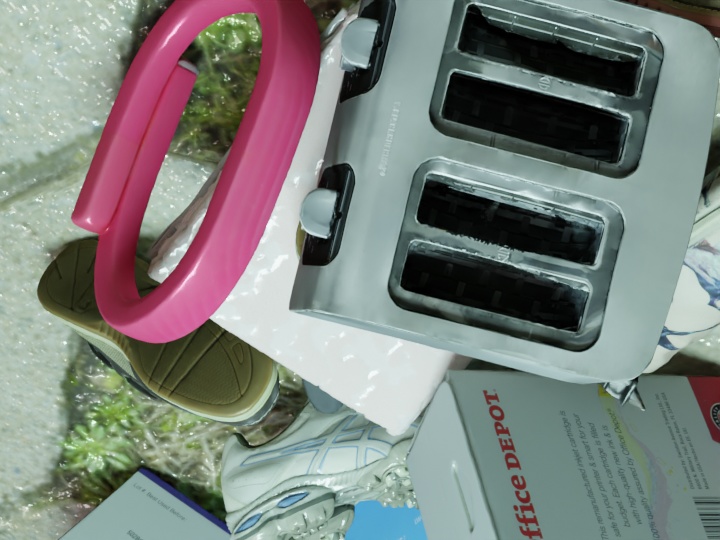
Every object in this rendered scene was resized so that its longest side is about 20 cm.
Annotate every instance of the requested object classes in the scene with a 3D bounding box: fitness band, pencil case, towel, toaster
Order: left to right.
[{"bbox_3d":[-0.087,-0.060,1.131,0.037,0.202,0.143,24,173,-37],"label":"fitness band"},{"bbox_3d":[0.012,-0.025,1.173,0.190,0.032,0.200,33,112,-23],"label":"towel"},{"bbox_3d":[0.074,-0.042,1.039,0.198,0.183,0.119,14,179,-4],"label":"toaster"},{"bbox_3d":[0.192,-0.018,1.139,0.200,0.089,0.078,-38,72,40],"label":"pencil case"}]

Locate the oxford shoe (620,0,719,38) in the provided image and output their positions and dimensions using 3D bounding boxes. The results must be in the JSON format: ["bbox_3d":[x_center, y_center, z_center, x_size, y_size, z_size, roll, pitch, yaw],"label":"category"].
[{"bbox_3d":[0.167,-0.152,1.057,0.198,0.070,0.075,22,96,10],"label":"oxford shoe"}]

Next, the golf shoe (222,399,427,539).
[{"bbox_3d":[0.004,0.101,1.310,0.199,0.098,0.078,-23,149,3],"label":"golf shoe"}]

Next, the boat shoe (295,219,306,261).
[{"bbox_3d":[0.063,-0.034,1.129,0.199,0.063,0.074,-18,90,-4],"label":"boat shoe"}]

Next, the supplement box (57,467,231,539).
[{"bbox_3d":[-0.143,0.252,1.467,0.101,0.103,0.201,30,140,26],"label":"supplement box"}]

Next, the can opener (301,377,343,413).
[{"bbox_3d":[0.000,0.000,1.233,0.053,0.067,0.201,14,134,6],"label":"can opener"}]

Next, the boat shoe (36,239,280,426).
[{"bbox_3d":[-0.110,0.041,1.275,0.199,0.073,0.065,31,169,41],"label":"boat shoe"}]

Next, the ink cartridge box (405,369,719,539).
[{"bbox_3d":[0.139,0.136,1.205,0.198,0.147,0.083,3,138,-21],"label":"ink cartridge box"}]

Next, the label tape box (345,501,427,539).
[{"bbox_3d":[0.040,0.200,1.404,0.199,0.064,0.144,37,131,-16],"label":"label tape box"}]
